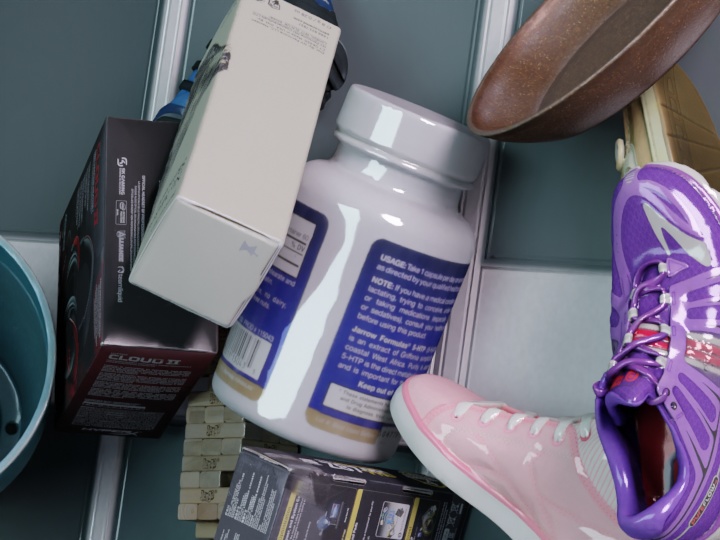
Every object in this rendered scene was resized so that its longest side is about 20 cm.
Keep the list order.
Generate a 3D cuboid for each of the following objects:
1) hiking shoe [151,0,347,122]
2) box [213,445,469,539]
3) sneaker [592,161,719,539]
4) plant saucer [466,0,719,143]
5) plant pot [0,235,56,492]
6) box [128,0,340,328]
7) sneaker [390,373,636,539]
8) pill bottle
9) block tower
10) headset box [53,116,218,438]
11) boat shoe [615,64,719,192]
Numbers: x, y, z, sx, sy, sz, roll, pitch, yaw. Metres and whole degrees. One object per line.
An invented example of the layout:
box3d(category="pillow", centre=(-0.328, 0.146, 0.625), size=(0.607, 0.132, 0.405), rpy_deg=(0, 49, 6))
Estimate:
box3d(category="hiking shoe", centre=(-0.081, -0.113, 1.589), size=(0.199, 0.074, 0.087), rpy_deg=(-33, 39, 31))
box3d(category="box", centre=(-0.027, 0.209, 1.400), size=(0.049, 0.161, 0.202), rpy_deg=(19, 94, 42))
box3d(category="sneaker", centre=(0.156, 0.042, 1.250), size=(0.080, 0.083, 0.202), rpy_deg=(-12, 78, 38))
box3d(category="plant saucer", centre=(0.143, -0.135, 1.348), size=(0.200, 0.037, 0.201), rpy_deg=(-42, 16, 15))
box3d(category="plant pot", centre=(-0.292, 0.080, 1.621), size=(0.198, 0.188, 0.202), rpy_deg=(1, 73, -2))
box3d(category="box", centre=(-0.071, -0.069, 1.426), size=(0.082, 0.068, 0.201), rpy_deg=(-56, 14, 40))
box3d(category="sneaker", centre=(0.109, 0.099, 1.360), size=(0.200, 0.075, 0.105), rpy_deg=(43, 114, 30))
box3d(category="pill bottle", centre=(0.000, 0.000, 1.448), size=(0.119, 0.119, 0.201), rpy_deg=(28, 100, 41))
box3d(category="block tower", centre=(-0.071, 0.068, 1.541), size=(0.057, 0.054, 0.202), rpy_deg=(-5, 78, 40))
box3d(category="headset box", centre=(-0.139, 0.004, 1.528), size=(0.200, 0.074, 0.150), rpy_deg=(129, 143, -65))
box3d(category="boat shoe", centre=(0.168, -0.020, 1.339), size=(0.063, 0.073, 0.202), rpy_deg=(-21, 75, 32))
